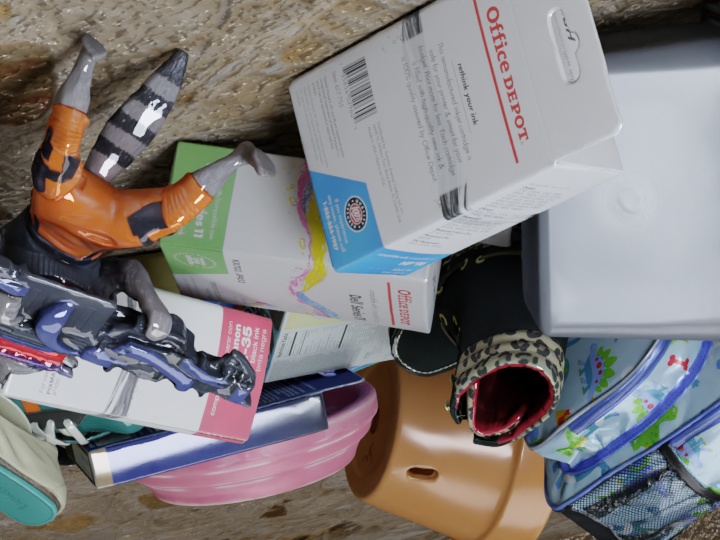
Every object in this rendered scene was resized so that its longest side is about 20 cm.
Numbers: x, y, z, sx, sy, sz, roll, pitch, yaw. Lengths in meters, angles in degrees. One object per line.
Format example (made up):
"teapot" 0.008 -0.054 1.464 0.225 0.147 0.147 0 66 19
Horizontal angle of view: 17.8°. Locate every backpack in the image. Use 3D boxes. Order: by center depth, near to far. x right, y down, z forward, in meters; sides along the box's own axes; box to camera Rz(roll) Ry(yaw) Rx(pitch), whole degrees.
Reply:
"backpack" 0.200 0.063 1.467 0.200 0.183 0.147 -33 124 28

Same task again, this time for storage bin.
"storage bin" 0.160 -0.053 1.320 0.134 0.201 0.146 -2 -166 -3

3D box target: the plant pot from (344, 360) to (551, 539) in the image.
"plant pot" 0.073 0.133 1.925 0.139 0.201 0.200 10 157 -19

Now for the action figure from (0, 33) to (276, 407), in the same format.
"action figure" -0.127 -0.011 1.207 0.200 0.105 0.194 28 117 -29

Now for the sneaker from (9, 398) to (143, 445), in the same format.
"sneaker" -0.237 0.099 1.543 0.199 0.080 0.071 6 156 18

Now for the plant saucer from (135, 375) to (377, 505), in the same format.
"plant saucer" -0.083 0.128 1.698 0.200 0.051 0.201 -10 -171 2

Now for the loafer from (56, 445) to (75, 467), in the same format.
"loafer" -0.269 0.130 1.737 0.072 0.063 0.200 -24 174 27

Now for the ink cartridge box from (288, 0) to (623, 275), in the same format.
"ink cartridge box" 0.065 -0.085 1.234 0.200 0.117 0.068 -25 162 36

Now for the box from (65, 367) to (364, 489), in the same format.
"box" -0.102 0.104 1.604 0.199 0.033 0.121 -15 -170 -14

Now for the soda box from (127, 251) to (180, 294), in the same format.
"soda box" -0.168 0.050 1.606 0.067 0.064 0.200 -10 165 -16

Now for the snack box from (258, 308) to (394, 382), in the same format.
"snack box" 0.000 0.000 1.537 0.116 0.037 0.200 -9 148 -20

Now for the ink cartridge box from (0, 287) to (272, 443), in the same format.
"ink cartridge box" -0.175 0.041 1.373 0.146 0.083 0.200 10 175 43

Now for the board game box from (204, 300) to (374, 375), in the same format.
"board game box" -0.020 0.035 1.724 0.152 0.045 0.200 -23 163 29

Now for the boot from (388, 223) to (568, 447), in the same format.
"boot" 0.071 0.048 1.448 0.073 0.154 0.203 35 135 -17

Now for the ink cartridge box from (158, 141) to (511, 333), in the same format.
"ink cartridge box" -0.011 -0.015 1.368 0.199 0.068 0.117 8 164 6

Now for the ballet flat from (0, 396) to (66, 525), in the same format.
"ballet flat" -0.255 0.092 1.445 0.069 0.070 0.200 -21 139 22
